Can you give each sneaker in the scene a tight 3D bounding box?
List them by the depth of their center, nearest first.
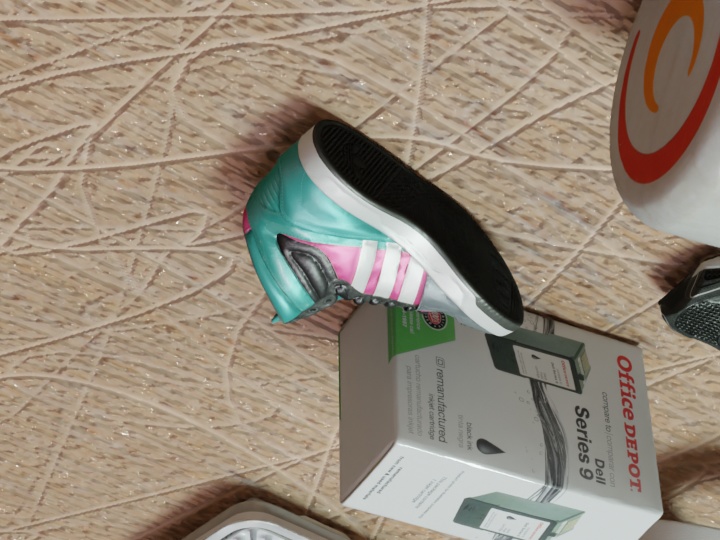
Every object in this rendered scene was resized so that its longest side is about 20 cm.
[{"bbox_3d":[0.000,0.000,1.598,0.121,0.084,0.200,-34,123,28],"label":"sneaker"},{"bbox_3d":[0.293,0.052,1.668,0.200,0.086,0.080,15,137,-17],"label":"sneaker"}]

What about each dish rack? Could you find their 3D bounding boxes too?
[{"bbox_3d":[-0.083,0.240,1.935,0.172,0.044,0.200,29,133,-31],"label":"dish rack"}]

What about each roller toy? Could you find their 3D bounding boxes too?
[{"bbox_3d":[0.233,-0.100,1.401,0.140,0.200,0.182,14,149,-17],"label":"roller toy"}]

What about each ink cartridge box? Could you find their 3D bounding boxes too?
[{"bbox_3d":[0.091,0.101,1.680,0.200,0.146,0.084,17,137,-21],"label":"ink cartridge box"}]

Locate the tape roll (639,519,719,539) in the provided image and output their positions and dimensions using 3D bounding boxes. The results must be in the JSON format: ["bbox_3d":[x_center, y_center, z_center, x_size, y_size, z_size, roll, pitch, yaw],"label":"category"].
[{"bbox_3d":[0.287,0.226,1.853,0.203,0.037,0.203,15,167,3],"label":"tape roll"}]
